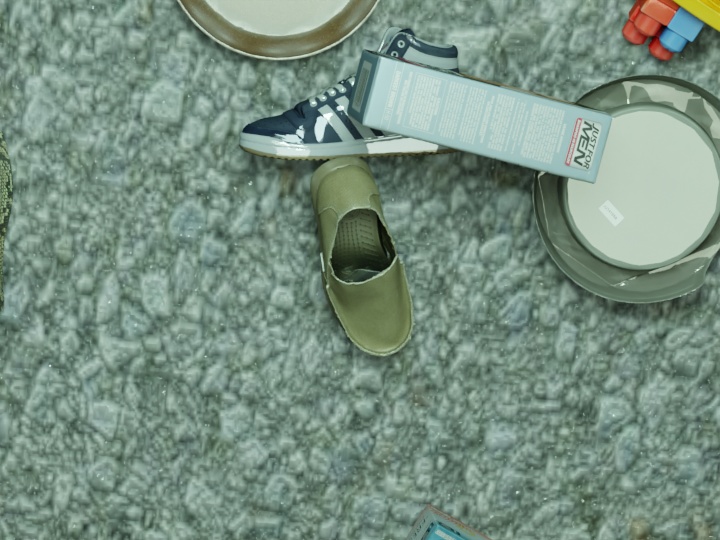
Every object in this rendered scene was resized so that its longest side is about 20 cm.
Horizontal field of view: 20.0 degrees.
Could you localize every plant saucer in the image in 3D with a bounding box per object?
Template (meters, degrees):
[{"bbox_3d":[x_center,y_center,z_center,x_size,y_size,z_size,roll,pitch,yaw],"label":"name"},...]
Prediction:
[{"bbox_3d":[-0.070,-0.281,1.739,0.199,0.032,0.201,-1,101,-4],"label":"plant saucer"}]

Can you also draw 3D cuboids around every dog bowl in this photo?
[{"bbox_3d":[0.244,-0.074,1.783,0.199,0.059,0.201,-1,99,-3],"label":"dog bowl"}]

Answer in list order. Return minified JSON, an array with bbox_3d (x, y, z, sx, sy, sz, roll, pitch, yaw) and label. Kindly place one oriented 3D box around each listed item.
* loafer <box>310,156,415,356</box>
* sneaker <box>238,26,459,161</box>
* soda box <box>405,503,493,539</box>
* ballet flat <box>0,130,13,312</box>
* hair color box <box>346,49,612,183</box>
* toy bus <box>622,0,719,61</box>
[{"bbox_3d":[0.000,0.000,1.749,0.076,0.068,0.201,-17,123,2],"label":"loafer"},{"bbox_3d":[-0.006,-0.152,1.745,0.199,0.070,0.109,-3,103,-9],"label":"sneaker"},{"bbox_3d":[0.131,0.291,1.830,0.199,0.068,0.064,30,96,-9],"label":"soda box"},{"bbox_3d":[-0.332,-0.042,1.739,0.067,0.075,0.201,1,99,-3],"label":"ballet flat"},{"bbox_3d":[0.096,-0.128,1.678,0.199,0.099,0.061,14,98,-10],"label":"hair color box"},{"bbox_3d":[0.269,-0.280,1.726,0.200,0.136,0.192,33,112,-7],"label":"toy bus"}]
